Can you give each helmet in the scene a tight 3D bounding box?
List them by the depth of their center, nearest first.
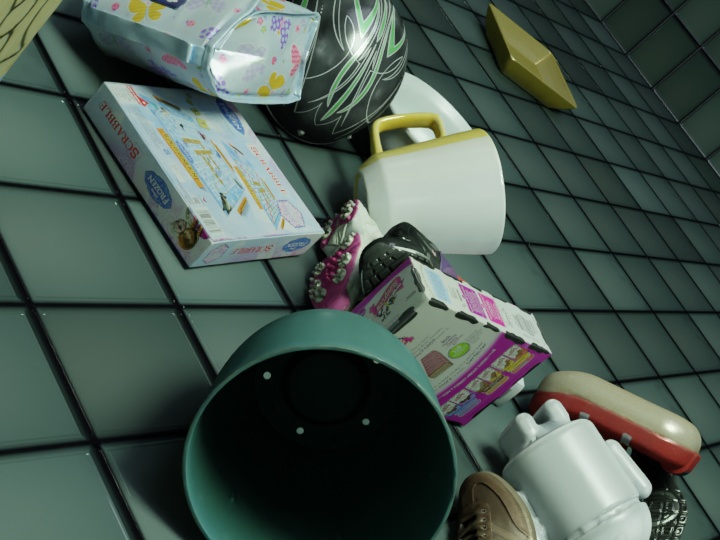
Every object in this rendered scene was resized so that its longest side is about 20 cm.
[{"bbox_3d":[-0.036,-0.260,1.470,0.200,0.200,0.191,32,13,-30],"label":"helmet"}]

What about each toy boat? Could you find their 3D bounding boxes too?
[{"bbox_3d":[0.285,0.201,1.392,0.200,0.131,0.130,25,-1,25],"label":"toy boat"}]

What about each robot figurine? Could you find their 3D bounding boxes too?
[{"bbox_3d":[0.226,0.236,1.255,0.169,0.113,0.200,-22,67,-23],"label":"robot figurine"}]

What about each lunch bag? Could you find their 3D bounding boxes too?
[{"bbox_3d":[-0.164,-0.249,1.249,0.169,0.127,0.200,23,19,25],"label":"lunch bag"}]

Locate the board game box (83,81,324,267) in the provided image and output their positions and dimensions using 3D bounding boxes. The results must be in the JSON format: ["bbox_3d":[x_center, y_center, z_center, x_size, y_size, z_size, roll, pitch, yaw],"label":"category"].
[{"bbox_3d":[-0.153,-0.098,1.212,0.200,0.041,0.199,55,27,15],"label":"board game box"}]

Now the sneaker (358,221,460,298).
[{"bbox_3d":[0.038,-0.011,1.244,0.088,0.076,0.200,62,14,23],"label":"sneaker"}]

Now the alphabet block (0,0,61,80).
[{"bbox_3d":[-0.349,-0.254,0.945,0.196,0.200,0.195,43,26,-9],"label":"alphabet block"}]

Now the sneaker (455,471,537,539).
[{"bbox_3d":[0.120,0.265,1.103,0.075,0.070,0.200,25,34,-37],"label":"sneaker"}]

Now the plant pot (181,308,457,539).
[{"bbox_3d":[-0.030,0.122,0.941,0.201,0.201,0.161,42,13,-13],"label":"plant pot"}]

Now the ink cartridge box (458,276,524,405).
[{"bbox_3d":[0.116,0.044,1.423,0.160,0.047,0.200,35,31,-24],"label":"ink cartridge box"}]

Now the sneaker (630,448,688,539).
[{"bbox_3d":[0.351,0.277,1.435,0.091,0.076,0.200,82,21,-45],"label":"sneaker"}]

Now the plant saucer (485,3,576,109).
[{"bbox_3d":[0.325,-0.410,2.373,0.200,0.048,0.200,29,32,-32],"label":"plant saucer"}]

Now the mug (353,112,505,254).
[{"bbox_3d":[0.070,-0.092,1.426,0.153,0.150,0.187,-7,24,-12],"label":"mug"}]

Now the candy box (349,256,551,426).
[{"bbox_3d":[0.079,0.077,1.222,0.200,0.136,0.061,24,33,-41],"label":"candy box"}]

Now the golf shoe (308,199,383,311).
[{"bbox_3d":[0.000,0.000,1.282,0.092,0.075,0.200,43,27,-18],"label":"golf shoe"}]

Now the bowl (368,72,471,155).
[{"bbox_3d":[0.076,-0.164,1.601,0.201,0.090,0.201,36,29,-24],"label":"bowl"}]
